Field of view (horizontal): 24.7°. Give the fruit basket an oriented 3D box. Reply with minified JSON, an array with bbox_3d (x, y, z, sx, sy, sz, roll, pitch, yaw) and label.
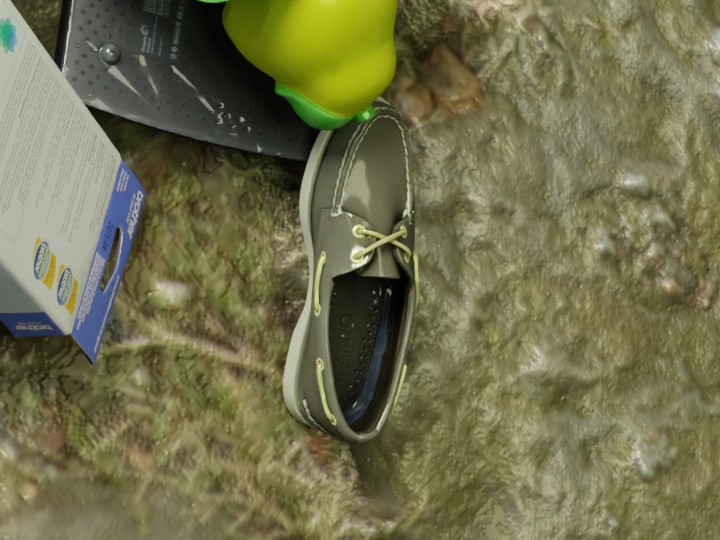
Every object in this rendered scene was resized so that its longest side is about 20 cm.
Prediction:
[{"bbox_3d":[-0.043,-0.184,0.884,0.216,0.155,0.216,-33,141,-32],"label":"fruit basket"}]

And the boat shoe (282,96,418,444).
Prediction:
[{"bbox_3d":[0.003,0.000,0.950,0.072,0.060,0.202,3,101,-31],"label":"boat shoe"}]

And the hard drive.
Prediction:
[{"bbox_3d":[-0.078,-0.136,0.942,0.200,0.042,0.135,11,82,-32],"label":"hard drive"}]

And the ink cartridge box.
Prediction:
[{"bbox_3d":[-0.176,-0.051,0.824,0.200,0.042,0.119,57,36,-49],"label":"ink cartridge box"}]
